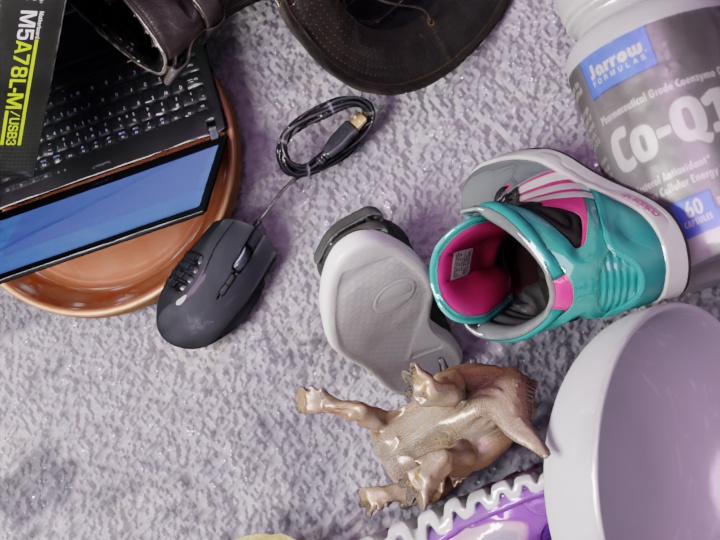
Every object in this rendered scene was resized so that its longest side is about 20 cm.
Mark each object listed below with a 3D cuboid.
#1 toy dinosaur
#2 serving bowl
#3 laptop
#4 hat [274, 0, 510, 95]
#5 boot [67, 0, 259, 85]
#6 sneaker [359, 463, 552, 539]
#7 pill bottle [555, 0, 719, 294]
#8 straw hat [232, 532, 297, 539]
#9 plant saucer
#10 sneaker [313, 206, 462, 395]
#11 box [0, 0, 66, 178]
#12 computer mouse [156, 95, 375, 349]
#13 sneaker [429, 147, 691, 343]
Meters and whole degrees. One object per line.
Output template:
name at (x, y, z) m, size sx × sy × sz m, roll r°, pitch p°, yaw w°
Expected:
toy dinosaur at (0.058, 0.087, 1.243) m, size 0.200 × 0.135 × 0.086 m, roll -21°, pitch 80°, yaw 51°
serving bowl at (0.161, 0.120, 1.225) m, size 0.066 × 0.200 × 0.201 m, roll -7°, pitch 79°, yaw 39°
laptop at (-0.184, -0.094, 1.359) m, size 0.177 × 0.103 × 0.201 m, roll -18°, pitch 77°, yaw 12°
hat at (0.002, -0.202, 1.352) m, size 0.081 × 0.200 × 0.201 m, roll -4°, pitch 78°, yaw 55°
boot at (-0.129, -0.219, 1.360) m, size 0.200 × 0.174 × 0.069 m, roll 46°, pitch 140°, yaw 15°
sneaker at (0.069, 0.178, 1.297) m, size 0.200 × 0.080 × 0.089 m, roll -27°, pitch 81°, yaw 16°
pill bottle at (0.189, -0.096, 1.280) m, size 0.114 × 0.114 × 0.201 m, roll -22°, pitch 77°, yaw 12°
straw hat at (-0.048, 0.260, 1.303) m, size 0.201 × 0.085 × 0.202 m, roll -28°, pitch 51°, yaw 41°
plant saucer at (-0.172, -0.068, 1.422) m, size 0.200 × 0.032 × 0.201 m, roll -2°, pitch 82°, yaw 15°
sneaker at (0.000, 0.000, 1.283) m, size 0.071 × 0.200 × 0.099 m, roll -31°, pitch 64°, yaw 2°
box at (-0.216, -0.191, 1.318) m, size 0.047 × 0.193 × 0.200 m, roll 2°, pitch 48°, yaw -19°
computer mouse at (-0.058, -0.030, 1.367) m, size 0.059 × 0.034 × 0.200 m, roll 36°, pitch 95°, yaw -23°
sneaker at (0.085, -0.014, 1.254) m, size 0.200 × 0.120 × 0.084 m, roll 24°, pitch 123°, yaw 57°
